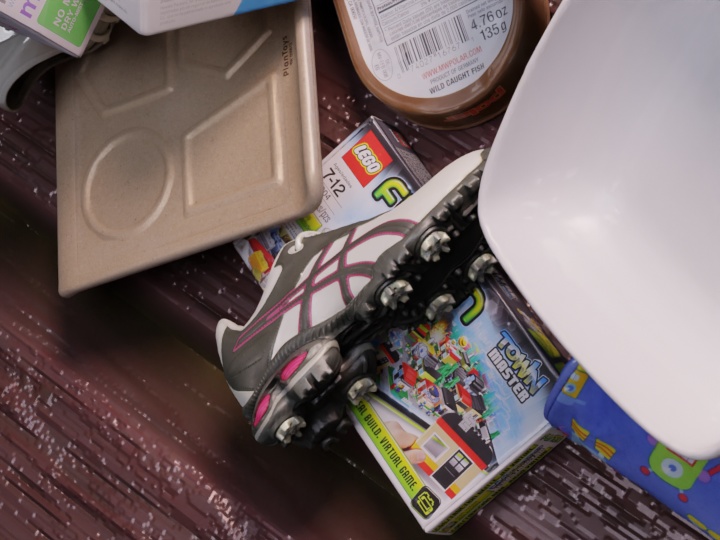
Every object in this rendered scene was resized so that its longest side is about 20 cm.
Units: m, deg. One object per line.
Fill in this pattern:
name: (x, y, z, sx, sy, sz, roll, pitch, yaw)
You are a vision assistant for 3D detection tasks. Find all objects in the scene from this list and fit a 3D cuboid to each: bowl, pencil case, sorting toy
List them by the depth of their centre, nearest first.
bowl: (0.158, -0.040, 0.906, 0.200, 0.074, 0.201, 51, 128, 35)
pencil case: (0.185, 0.090, 0.968, 0.200, 0.078, 0.087, 34, 125, 18)
sorting toy: (-0.098, -0.092, 1.162, 0.199, 0.036, 0.186, -20, 63, 33)

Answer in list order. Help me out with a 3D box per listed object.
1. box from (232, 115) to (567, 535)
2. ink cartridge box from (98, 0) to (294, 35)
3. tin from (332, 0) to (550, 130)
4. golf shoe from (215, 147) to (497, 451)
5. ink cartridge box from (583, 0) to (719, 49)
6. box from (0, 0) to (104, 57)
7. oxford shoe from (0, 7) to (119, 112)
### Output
box: (0.026, 0.028, 1.097, 0.110, 0.035, 0.200, -42, 66, 15)
ink cartridge box: (-0.075, -0.230, 1.030, 0.068, 0.115, 0.201, 40, 137, 40)
tin: (0.034, -0.175, 1.124, 0.112, 0.042, 0.201, -23, 72, 18)
golf shoe: (0.000, 0.000, 1.055, 0.200, 0.077, 0.088, -46, 58, 13)
ink cartridge box: (0.147, -0.153, 0.994, 0.199, 0.104, 0.060, -12, 105, 10)
box: (-0.193, -0.242, 1.117, 0.176, 0.097, 0.201, 22, 86, 39)
oxford shoe: (-0.153, -0.163, 1.172, 0.200, 0.075, 0.058, -40, 88, 12)
